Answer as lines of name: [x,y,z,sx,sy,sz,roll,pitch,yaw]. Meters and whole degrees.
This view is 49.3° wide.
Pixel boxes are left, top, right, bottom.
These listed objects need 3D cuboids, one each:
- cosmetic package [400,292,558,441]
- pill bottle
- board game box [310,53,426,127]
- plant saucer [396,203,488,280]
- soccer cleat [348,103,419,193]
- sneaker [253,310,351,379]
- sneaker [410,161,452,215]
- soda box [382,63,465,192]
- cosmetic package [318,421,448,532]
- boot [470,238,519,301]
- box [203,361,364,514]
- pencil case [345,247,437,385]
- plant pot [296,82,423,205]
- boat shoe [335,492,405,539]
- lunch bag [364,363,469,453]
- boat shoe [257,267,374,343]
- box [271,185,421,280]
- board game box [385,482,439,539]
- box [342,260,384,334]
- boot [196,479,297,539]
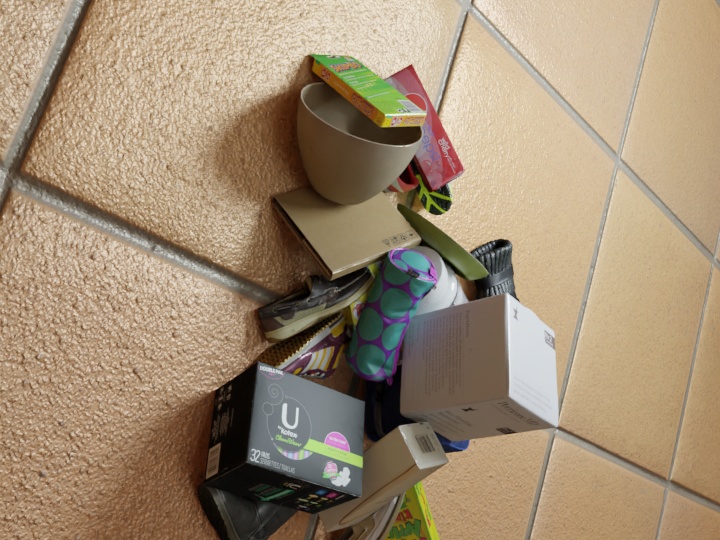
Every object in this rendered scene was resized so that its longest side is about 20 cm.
cosmetic package: [0.188,0.160,1.245,0.164,0.197,0.169,32,53,-42]
pill bottle: [0.123,0.049,1.356,0.116,0.112,0.201,-64,149,-19]
board game box: [0.007,-0.285,1.229,0.094,0.200,0.030,-10,137,-42]
plant saucer: [0.133,-0.042,1.355,0.199,0.199,0.031,38,90,-38]
soccer cleat: [0.040,-0.223,1.323,0.068,0.072,0.203,-42,120,-32]
sneaker: [-0.085,0.145,1.232,0.199,0.074,0.092,-36,115,-34]
sneaker: [0.113,-0.201,1.410,0.076,0.074,0.204,-54,128,-71]
soda box: [0.102,-0.238,1.328,0.069,0.063,0.203,-27,90,-1]
cosmetic package: [0.028,0.318,1.212,0.103,0.199,0.074,8,46,-56]
boot: [0.241,0.047,1.528,0.211,0.078,0.161,-43,128,-45]
box: [-0.105,0.248,1.134,0.197,0.124,0.151,25,51,-31]
pencil case: [0.049,0.072,1.229,0.203,0.091,0.085,-67,169,21]
plant pot: [-0.015,-0.183,1.217,0.198,0.200,0.137,-12,133,-42]
boat shoe: [0.013,0.418,1.304,0.203,0.067,0.075,-63,178,10]
lunch bag: [0.088,0.241,1.362,0.199,0.130,0.139,31,54,-44]
boat shoe: [-0.068,0.039,1.218,0.198,0.073,0.066,-32,107,-18]
box: [-0.020,-0.077,1.240,0.198,0.021,0.164,-21,62,-39]
board game box: [0.068,0.423,1.373,0.048,0.099,0.204,-67,142,-66]
box: [0.000,0.000,1.321,0.116,0.048,0.205,-22,106,-41]
boot: [-0.140,0.327,1.195,0.199,0.072,0.185,-38,130,-28]
